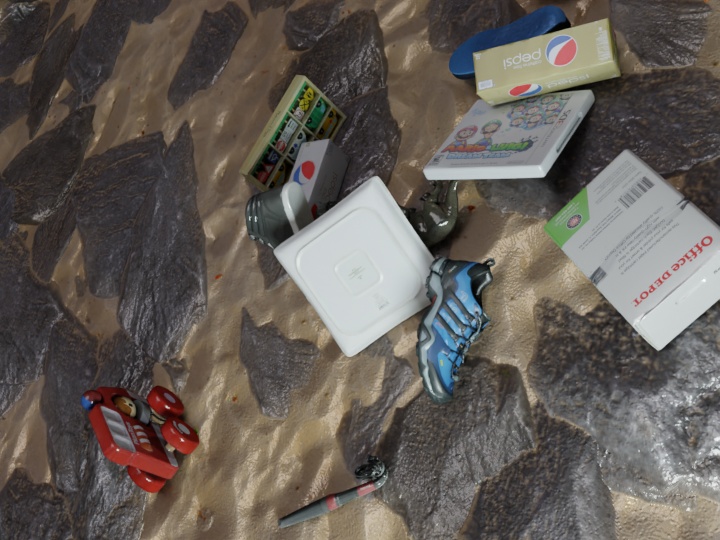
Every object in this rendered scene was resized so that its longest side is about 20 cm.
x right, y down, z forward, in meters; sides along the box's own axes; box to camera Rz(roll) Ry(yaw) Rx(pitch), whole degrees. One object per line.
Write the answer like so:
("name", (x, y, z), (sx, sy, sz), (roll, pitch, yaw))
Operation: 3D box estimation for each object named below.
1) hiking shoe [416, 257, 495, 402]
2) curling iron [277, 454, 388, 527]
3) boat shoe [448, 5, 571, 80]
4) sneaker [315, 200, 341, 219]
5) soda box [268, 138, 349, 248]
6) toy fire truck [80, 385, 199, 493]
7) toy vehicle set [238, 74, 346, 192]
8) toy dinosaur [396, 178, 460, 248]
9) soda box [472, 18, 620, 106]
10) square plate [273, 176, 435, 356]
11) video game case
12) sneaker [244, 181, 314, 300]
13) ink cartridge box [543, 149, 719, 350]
("hiking shoe", (0.128, 0.076, 1.196), (0.086, 0.074, 0.202), (-2, 71, 26))
("curling iron", (-0.038, 0.312, 1.237), (0.199, 0.026, 0.050), (-36, 24, 24))
("boat shoe", (0.232, -0.333, 1.383), (0.199, 0.068, 0.085), (-11, 66, 37))
("sneaker", (-0.034, -0.045, 1.419), (0.075, 0.080, 0.201), (1, 31, -5))
("soda box", (-0.087, -0.120, 1.522), (0.068, 0.064, 0.202), (0, 64, 40))
("toy fire truck", (-0.368, 0.253, 1.451), (0.112, 0.168, 0.200), (-47, 44, 5))
("toy vehicle set", (-0.116, -0.221, 1.565), (0.026, 0.124, 0.201), (21, 79, 46))
("toy dinosaur", (0.099, -0.071, 1.338), (0.199, 0.077, 0.103), (-29, 62, 18))
("soda box", (0.267, -0.296, 1.290), (0.198, 0.068, 0.065), (-8, 79, 24))
("square plate", (0.000, 0.000, 1.300), (0.199, 0.199, 0.028), (-34, 3, 19))
("video game case", (0.212, -0.195, 1.294), (0.199, 0.024, 0.182), (3, 45, 42))
("sneaker", (-0.119, -0.042, 1.422), (0.098, 0.202, 0.071), (-3, 24, 30))
("ink cartridge box", (0.340, -0.027, 1.080), (0.145, 0.084, 0.201), (-43, 44, 11))
